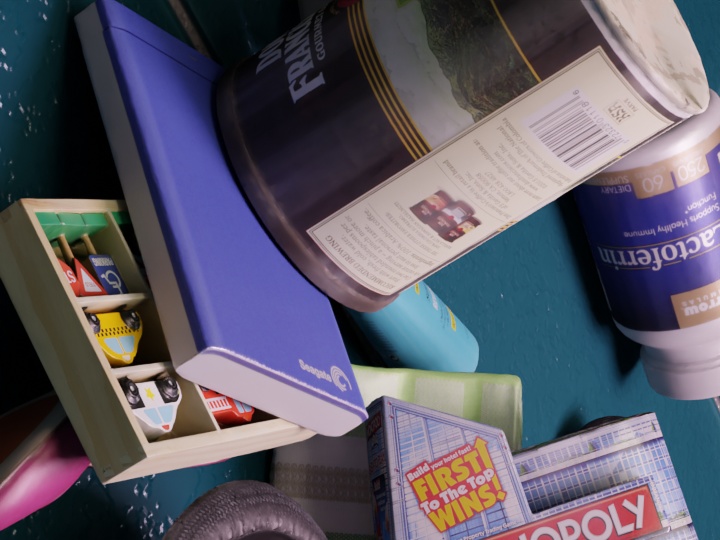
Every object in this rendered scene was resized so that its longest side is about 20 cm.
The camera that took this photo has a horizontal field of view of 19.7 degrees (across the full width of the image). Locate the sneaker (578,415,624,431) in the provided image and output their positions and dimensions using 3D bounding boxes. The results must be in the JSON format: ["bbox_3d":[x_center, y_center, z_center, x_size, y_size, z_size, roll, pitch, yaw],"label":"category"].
[{"bbox_3d":[0.154,0.198,1.373,0.088,0.074,0.201,87,14,-59],"label":"sneaker"}]

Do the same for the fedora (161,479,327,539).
[{"bbox_3d":[-0.083,0.197,0.959,0.200,0.091,0.202,12,76,-56],"label":"fedora"}]

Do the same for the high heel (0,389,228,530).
[{"bbox_3d":[-0.113,0.089,0.945,0.096,0.067,0.200,62,35,-14],"label":"high heel"}]

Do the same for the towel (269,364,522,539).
[{"bbox_3d":[0.022,0.151,1.114,0.148,0.031,0.201,5,79,-20],"label":"towel"}]

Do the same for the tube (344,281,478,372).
[{"bbox_3d":[0.000,0.000,1.151,0.050,0.077,0.200,-43,133,-2],"label":"tube"}]

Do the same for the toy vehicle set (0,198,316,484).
[{"bbox_3d":[-0.085,0.027,0.958,0.125,0.026,0.200,62,22,10],"label":"toy vehicle set"}]

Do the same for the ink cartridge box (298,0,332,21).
[{"bbox_3d":[0.076,-0.135,1.189,0.200,0.144,0.084,33,41,-50],"label":"ink cartridge box"}]

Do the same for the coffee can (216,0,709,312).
[{"bbox_3d":[0.050,-0.090,1.027,0.146,0.200,0.147,46,24,-28],"label":"coffee can"}]

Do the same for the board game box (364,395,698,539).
[{"bbox_3d":[0.085,0.148,1.083,0.199,0.062,0.201,-17,83,-13],"label":"board game box"}]

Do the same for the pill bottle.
[{"bbox_3d":[0.218,-0.019,1.433,0.116,0.115,0.201,-48,125,-48],"label":"pill bottle"}]

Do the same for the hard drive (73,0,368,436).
[{"bbox_3d":[-0.067,-0.025,0.995,0.132,0.025,0.201,28,36,-53],"label":"hard drive"}]
